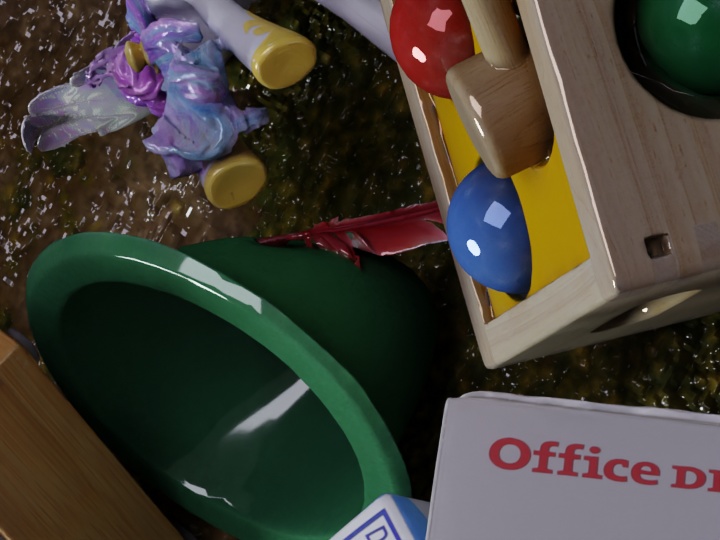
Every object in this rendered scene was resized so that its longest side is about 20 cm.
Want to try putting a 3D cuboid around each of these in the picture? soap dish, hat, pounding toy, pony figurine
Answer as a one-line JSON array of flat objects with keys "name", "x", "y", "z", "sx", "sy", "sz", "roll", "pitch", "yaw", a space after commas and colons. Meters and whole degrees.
[{"name": "soap dish", "x": -0.157, "y": 0.072, "z": 1.168, "sx": 0.157, "sy": 0.200, "sz": 0.081, "roll": 31, "pitch": 73, "yaw": 39}, {"name": "hat", "x": 0.000, "y": 0.000, "z": 1.157, "sx": 0.200, "sy": 0.166, "sz": 0.176, "roll": 25, "pitch": 56, "yaw": 22}, {"name": "pounding toy", "x": 0.069, "y": -0.076, "z": 0.983, "sx": 0.200, "sy": 0.142, "sz": 0.184, "roll": 140, "pitch": 115, "yaw": -73}, {"name": "pony figurine", "x": -0.060, "y": -0.114, "z": 1.179, "sx": 0.193, "sy": 0.167, "sz": 0.200, "roll": -26, "pitch": 43, "yaw": -3}]

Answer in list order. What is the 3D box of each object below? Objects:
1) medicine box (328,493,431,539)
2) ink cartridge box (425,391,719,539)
[{"name": "medicine box", "x": 0.006, "y": 0.214, "z": 1.055, "sx": 0.200, "sy": 0.103, "sz": 0.182, "roll": -41, "pitch": 57, "yaw": 19}, {"name": "ink cartridge box", "x": 0.085, "y": 0.148, "z": 0.930, "sx": 0.145, "sy": 0.084, "sz": 0.200, "roll": 7, "pitch": 57, "yaw": 4}]
